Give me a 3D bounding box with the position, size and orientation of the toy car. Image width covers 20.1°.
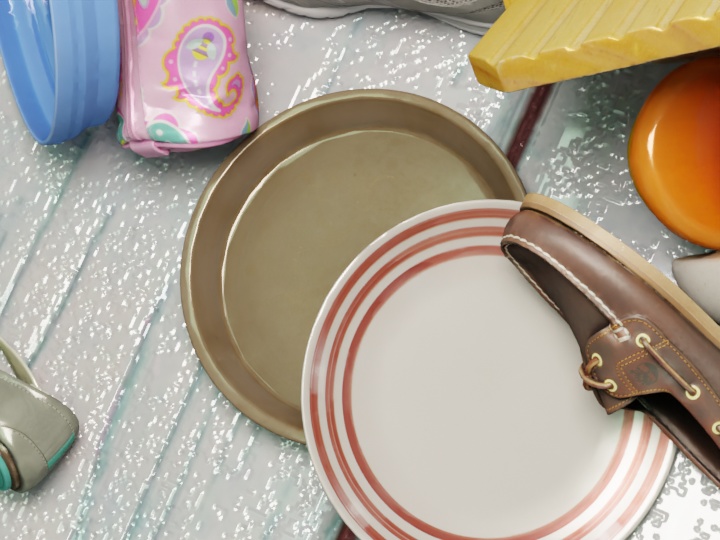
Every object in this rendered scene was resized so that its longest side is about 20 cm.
[{"bbox_3d":[0.226,-0.065,0.983,0.199,0.150,0.176,-8,90,12],"label":"toy car"}]

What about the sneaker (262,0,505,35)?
[{"bbox_3d":[0.009,-0.182,1.119,0.199,0.082,0.075,9,78,16],"label":"sneaker"}]

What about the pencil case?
[{"bbox_3d":[-0.108,-0.164,1.106,0.087,0.087,0.201,-5,102,13],"label":"pencil case"}]

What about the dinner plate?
[{"bbox_3d":[0.067,0.064,1.042,0.199,0.024,0.201,1,85,-11],"label":"dinner plate"}]

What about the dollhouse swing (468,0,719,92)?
[{"bbox_3d":[0.134,-0.198,0.960,0.199,0.176,0.182,-9,100,31],"label":"dollhouse swing"}]

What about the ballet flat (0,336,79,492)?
[{"bbox_3d":[-0.239,0.049,1.142,0.200,0.067,0.064,36,59,19],"label":"ballet flat"}]

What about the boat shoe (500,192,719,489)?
[{"bbox_3d":[0.145,0.044,1.007,0.200,0.070,0.070,38,83,2],"label":"boat shoe"}]

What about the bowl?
[{"bbox_3d":[-0.173,-0.170,1.111,0.039,0.201,0.201,-11,71,-18],"label":"bowl"}]

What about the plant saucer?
[{"bbox_3d":[0.000,0.000,1.103,0.199,0.029,0.201,-4,74,14],"label":"plant saucer"}]
